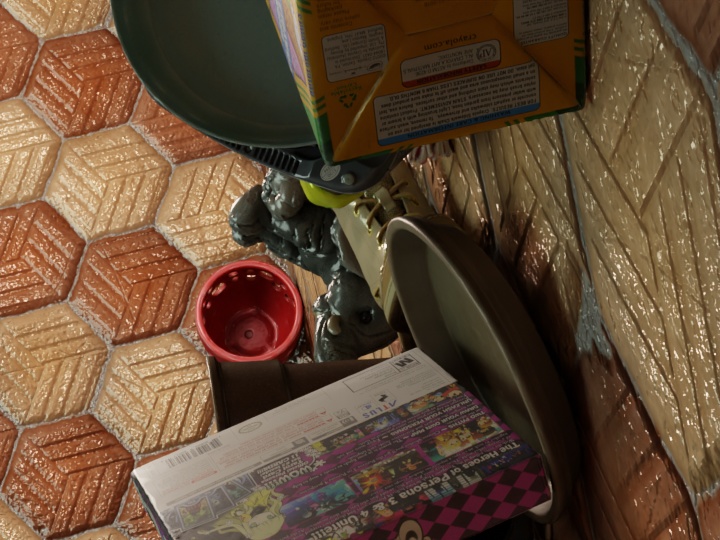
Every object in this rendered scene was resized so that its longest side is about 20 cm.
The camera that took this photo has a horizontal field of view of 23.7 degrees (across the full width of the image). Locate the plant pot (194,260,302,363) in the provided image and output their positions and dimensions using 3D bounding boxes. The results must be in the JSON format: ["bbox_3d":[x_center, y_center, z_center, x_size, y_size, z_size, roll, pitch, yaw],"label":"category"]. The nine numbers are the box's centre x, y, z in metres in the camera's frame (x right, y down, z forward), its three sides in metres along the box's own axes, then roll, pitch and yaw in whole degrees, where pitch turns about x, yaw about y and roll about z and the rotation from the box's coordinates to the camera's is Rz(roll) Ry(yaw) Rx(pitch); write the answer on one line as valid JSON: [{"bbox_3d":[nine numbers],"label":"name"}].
[{"bbox_3d":[-0.205,0.102,3.212,0.183,0.200,0.201,91,164,-71],"label":"plant pot"}]

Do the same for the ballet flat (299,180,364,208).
[{"bbox_3d":[-0.027,-0.137,1.153,0.067,0.067,0.201,139,127,-73],"label":"ballet flat"}]

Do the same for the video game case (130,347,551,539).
[{"bbox_3d":[-0.017,0.123,0.987,0.181,0.199,0.036,38,148,63],"label":"video game case"}]

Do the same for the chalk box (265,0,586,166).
[{"bbox_3d":[0.014,-0.165,0.782,0.200,0.124,0.124,-108,7,-47],"label":"chalk box"}]

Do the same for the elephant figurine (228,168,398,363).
[{"bbox_3d":[0.000,0.000,1.364,0.200,0.155,0.141,49,-156,14],"label":"elephant figurine"}]

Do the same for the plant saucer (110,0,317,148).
[{"bbox_3d":[-0.040,-0.163,0.954,0.027,0.199,0.201,49,-155,-77],"label":"plant saucer"}]

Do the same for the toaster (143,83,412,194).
[{"bbox_3d":[-0.040,-0.128,1.039,0.114,0.199,0.129,-69,-13,15],"label":"toaster"}]

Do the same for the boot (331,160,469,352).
[{"bbox_3d":[0.022,-0.037,1.181,0.200,0.073,0.156,74,171,-73],"label":"boot"}]

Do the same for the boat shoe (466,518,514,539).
[{"bbox_3d":[0.025,0.174,0.992,0.200,0.063,0.073,-28,-75,-55],"label":"boat shoe"}]

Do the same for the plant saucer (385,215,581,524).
[{"bbox_3d":[0.074,0.054,1.007,0.200,0.029,0.200,58,167,22],"label":"plant saucer"}]

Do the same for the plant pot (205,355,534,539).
[{"bbox_3d":[0.006,0.144,1.168,0.200,0.197,0.201,172,90,-84],"label":"plant pot"}]

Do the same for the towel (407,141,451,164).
[{"bbox_3d":[0.019,-0.167,1.196,0.200,0.030,0.147,-117,15,-68],"label":"towel"}]
